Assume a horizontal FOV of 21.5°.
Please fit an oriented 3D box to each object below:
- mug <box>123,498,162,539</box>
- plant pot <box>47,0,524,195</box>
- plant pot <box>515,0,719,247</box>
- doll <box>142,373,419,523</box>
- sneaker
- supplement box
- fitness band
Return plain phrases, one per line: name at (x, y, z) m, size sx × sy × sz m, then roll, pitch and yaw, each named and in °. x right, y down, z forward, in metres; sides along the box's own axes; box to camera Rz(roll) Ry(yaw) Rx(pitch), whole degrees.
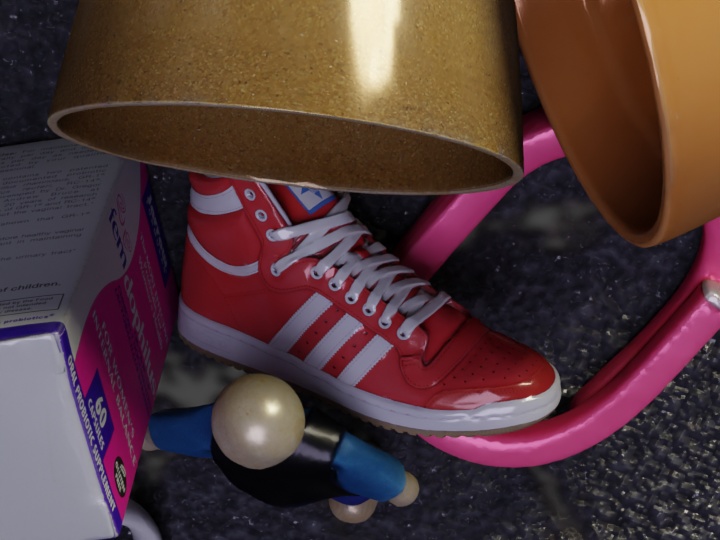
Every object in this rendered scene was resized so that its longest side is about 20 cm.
mug at (-0.188, 0.180, 0.956) m, size 0.199 × 0.148 × 0.176 m, roll -23°, pitch 133°, yaw -27°
plant pot at (-0.020, -0.143, 0.746) m, size 0.185 × 0.186 × 0.201 m, roll 5°, pitch 85°, yaw 0°
plant pot at (0.144, -0.125, 0.757) m, size 0.139 × 0.200 × 0.201 m, roll -19°, pitch 117°, yaw -5°
doll at (-0.037, 0.083, 0.870) m, size 0.136 × 0.200 × 0.049 m, roll 12°, pitch 80°, yaw 8°
sneaker at (0.000, 0.000, 0.860) m, size 0.199 × 0.071 × 0.113 m, roll 15°, pitch 118°, yaw 26°
supplement box at (-0.150, 0.027, 0.839) m, size 0.103 × 0.200 × 0.102 m, roll -9°, pitch 118°, yaw 6°
fitness band at (0.092, 0.009, 0.909) m, size 0.143 × 0.037 × 0.200 m, roll 35°, pitch 114°, yaw -14°
